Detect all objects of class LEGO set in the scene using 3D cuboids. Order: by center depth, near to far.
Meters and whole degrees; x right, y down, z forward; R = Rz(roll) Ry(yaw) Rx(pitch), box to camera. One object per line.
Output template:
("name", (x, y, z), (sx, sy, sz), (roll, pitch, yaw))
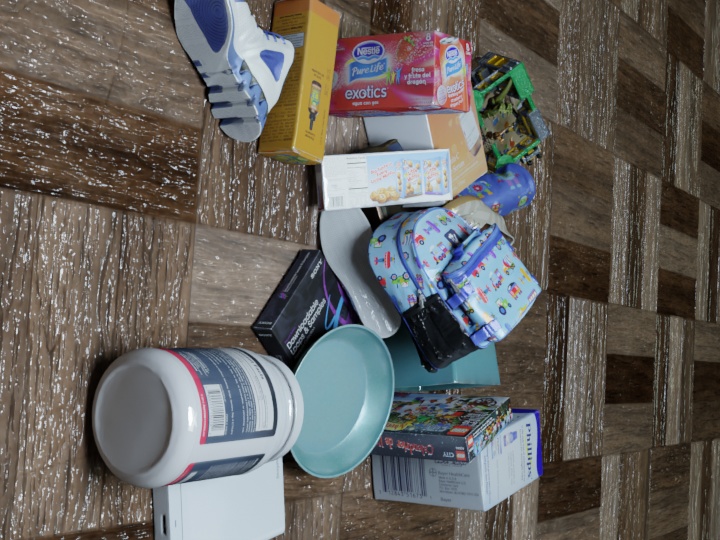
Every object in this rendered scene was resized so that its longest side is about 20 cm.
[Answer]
("LEGO set", (0.217, -0.264, 1.721), (0.154, 0.116, 0.200), (-45, 124, -5))

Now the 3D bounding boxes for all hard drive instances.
("hard drive", (-0.161, 0.270, 1.214), (0.200, 0.027, 0.132), (-7, 97, -56))

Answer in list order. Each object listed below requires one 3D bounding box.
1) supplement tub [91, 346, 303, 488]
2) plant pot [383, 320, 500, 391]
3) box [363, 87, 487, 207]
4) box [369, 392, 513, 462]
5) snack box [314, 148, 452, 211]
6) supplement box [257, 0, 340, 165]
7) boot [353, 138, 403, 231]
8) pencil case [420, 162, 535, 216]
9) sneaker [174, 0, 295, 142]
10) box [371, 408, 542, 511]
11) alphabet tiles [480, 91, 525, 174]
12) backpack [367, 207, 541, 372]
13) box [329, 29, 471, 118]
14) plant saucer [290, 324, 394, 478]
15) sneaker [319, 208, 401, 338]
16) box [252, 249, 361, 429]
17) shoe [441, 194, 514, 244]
("supplement tub", (-0.168, 0.151, 1.100), (0.200, 0.140, 0.140), (7, 85, -56))
("plant pot", (0.106, 0.072, 1.514), (0.141, 0.141, 0.200), (11, 74, -56))
("box", (0.092, -0.211, 1.514), (0.152, 0.106, 0.200), (-40, 123, -48))
("box", (0.092, 0.213, 1.433), (0.137, 0.200, 0.038), (-28, 111, -53))
("snack box", (0.034, -0.122, 1.387), (0.200, 0.024, 0.072), (-7, 95, -29))
("supplement box", (-0.077, -0.236, 1.299), (0.067, 0.069, 0.200), (18, 74, -54))
("boot", (0.043, -0.085, 1.450), (0.097, 0.075, 0.200), (-35, 120, -26))
("pencil case", (0.181, -0.113, 1.633), (0.200, 0.087, 0.078), (-20, 141, -34))
("sneaker", (-0.139, -0.263, 1.205), (0.115, 0.081, 0.199), (-56, 140, -45))
("box", (0.145, 0.271, 1.531), (0.200, 0.184, 0.105), (-10, 97, -56))
("alphabet tiles", (0.253, -0.246, 1.842), (0.200, 0.008, 0.167), (-54, 133, -40))
("backpack", (0.114, 0.001, 1.350), (0.200, 0.135, 0.183), (56, 41, -2))
("box", (0.034, -0.251, 1.343), (0.100, 0.200, 0.096), (-3, 95, -56))
("plant saucer", (-0.034, 0.164, 1.331), (0.200, 0.036, 0.200), (-12, 107, -45))
("sneaker", (0.000, 0.000, 1.424), (0.116, 0.074, 0.200), (53, 17, -84))
("box", (-0.055, 0.091, 1.362), (0.200, 0.036, 0.143), (60, 44, -36))
("shoe", (0.172, -0.066, 1.532), (0.053, 0.070, 0.200), (53, 22, 24))
